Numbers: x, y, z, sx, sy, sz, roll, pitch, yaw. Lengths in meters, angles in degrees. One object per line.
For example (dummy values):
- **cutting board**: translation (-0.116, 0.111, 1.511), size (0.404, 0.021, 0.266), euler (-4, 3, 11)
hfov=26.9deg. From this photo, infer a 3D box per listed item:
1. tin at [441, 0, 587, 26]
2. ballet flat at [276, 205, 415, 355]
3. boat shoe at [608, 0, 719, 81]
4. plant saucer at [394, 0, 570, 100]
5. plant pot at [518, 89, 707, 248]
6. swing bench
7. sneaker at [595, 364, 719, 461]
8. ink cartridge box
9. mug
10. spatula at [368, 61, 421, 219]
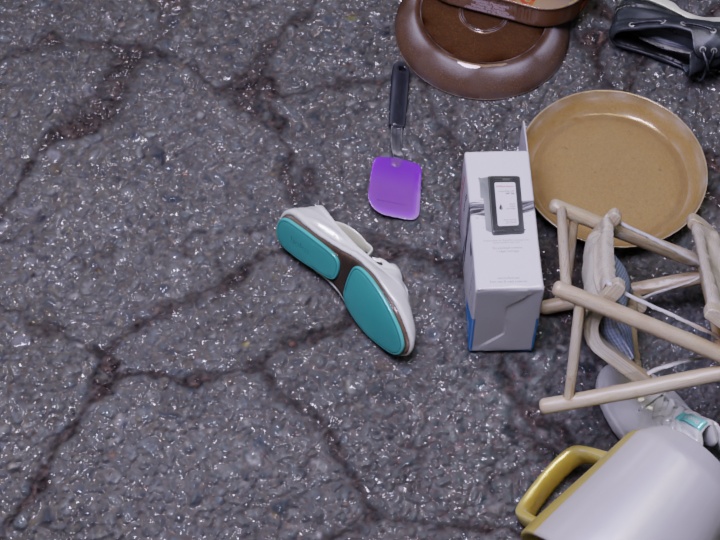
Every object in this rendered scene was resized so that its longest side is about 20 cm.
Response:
- **tin**: translation (0.160, -0.332, 1.678), size (0.198, 0.042, 0.113), euler (17, 55, 10)
- **ballet flat**: translation (0.000, 0.000, 1.494), size (0.069, 0.070, 0.200), euler (-37, 64, -21)
- **boat shoe**: translation (0.361, -0.241, 1.638), size (0.198, 0.075, 0.066), euler (28, 64, 16)
- **plant saucer**: translation (0.137, -0.279, 1.684), size (0.198, 0.032, 0.202), euler (0, 57, 0)
- **plant pot**: translation (0.262, -0.103, 1.578), size (0.198, 0.028, 0.202), euler (0, 59, -1)
- **swing bench**: translation (0.268, 0.036, 1.386), size (0.198, 0.131, 0.199), euler (5, 26, 4)
- **sneaker**: translation (0.296, 0.148, 1.385), size (0.075, 0.089, 0.200), euler (-31, 63, -17)
- **ink cartridge box**: translation (0.135, -0.036, 1.482), size (0.067, 0.116, 0.202), euler (-1, 57, -1)
- **mug**: translation (0.228, 0.208, 1.299), size (0.186, 0.150, 0.153), euler (36, 74, 24)
- **spatula**: translation (0.039, -0.144, 1.602), size (0.056, 0.021, 0.202), euler (9, 55, -10)
